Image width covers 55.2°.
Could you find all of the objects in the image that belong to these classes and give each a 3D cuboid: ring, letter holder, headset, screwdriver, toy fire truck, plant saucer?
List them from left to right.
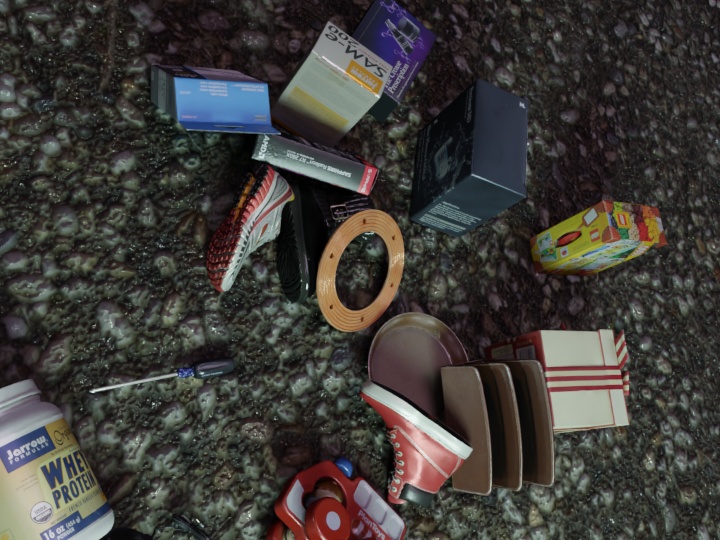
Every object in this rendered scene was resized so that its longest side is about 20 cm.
[{"bbox_3d":[-0.268,0.364,0.822,0.094,0.124,0.200,30,32,12],"label":"headset"},{"bbox_3d":[-0.268,0.145,0.949,0.200,0.029,0.028,-6,76,-36],"label":"screwdriver"},{"bbox_3d":[-0.028,0.358,0.978,0.200,0.112,0.168,47,33,-7],"label":"toy fire truck"},{"bbox_3d":[0.000,0.000,1.102,0.200,0.019,0.201,-20,118,-44],"label":"ring"},{"bbox_3d":[0.094,0.170,1.144,0.200,0.032,0.201,10,68,-27],"label":"plant saucer"},{"bbox_3d":[0.220,0.246,1.091,0.100,0.142,0.201,-2,85,-40],"label":"letter holder"}]

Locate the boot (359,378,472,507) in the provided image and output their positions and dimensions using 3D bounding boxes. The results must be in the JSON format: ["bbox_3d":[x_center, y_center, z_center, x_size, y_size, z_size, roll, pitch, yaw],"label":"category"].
[{"bbox_3d":[0.053,0.270,1.049,0.200,0.072,0.144,38,91,-7],"label":"boot"}]

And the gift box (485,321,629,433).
[{"bbox_3d":[0.347,0.180,1.190,0.186,0.184,0.201,5,77,-25],"label":"gift box"}]

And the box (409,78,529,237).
[{"bbox_3d":[0.192,-0.194,1.226,0.117,0.200,0.197,18,64,-23],"label":"box"}]

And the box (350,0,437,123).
[{"bbox_3d":[0.039,-0.401,1.289,0.141,0.079,0.200,33,60,-12],"label":"box"}]

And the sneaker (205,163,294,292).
[{"bbox_3d":[-0.162,-0.056,1.036,0.082,0.078,0.200,33,83,-39],"label":"sneaker"}]

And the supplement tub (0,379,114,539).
[{"bbox_3d":[-0.388,0.241,0.784,0.144,0.144,0.200,-27,87,-33],"label":"supplement tub"}]

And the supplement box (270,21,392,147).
[{"bbox_3d":[-0.054,-0.291,1.123,0.126,0.200,0.074,31,60,-17],"label":"supplement box"}]

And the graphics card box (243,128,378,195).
[{"bbox_3d":[-0.083,-0.182,1.107,0.199,0.125,0.051,16,104,-21],"label":"graphics card box"}]

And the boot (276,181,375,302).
[{"bbox_3d":[-0.049,-0.048,1.113,0.157,0.079,0.212,5,70,-27],"label":"boot"}]

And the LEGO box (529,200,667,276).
[{"bbox_3d":[0.451,-0.057,1.320,0.149,0.200,0.077,3,71,-28],"label":"LEGO box"}]

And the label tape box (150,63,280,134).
[{"bbox_3d":[-0.218,-0.259,1.028,0.144,0.200,0.063,-4,115,-30],"label":"label tape box"}]
